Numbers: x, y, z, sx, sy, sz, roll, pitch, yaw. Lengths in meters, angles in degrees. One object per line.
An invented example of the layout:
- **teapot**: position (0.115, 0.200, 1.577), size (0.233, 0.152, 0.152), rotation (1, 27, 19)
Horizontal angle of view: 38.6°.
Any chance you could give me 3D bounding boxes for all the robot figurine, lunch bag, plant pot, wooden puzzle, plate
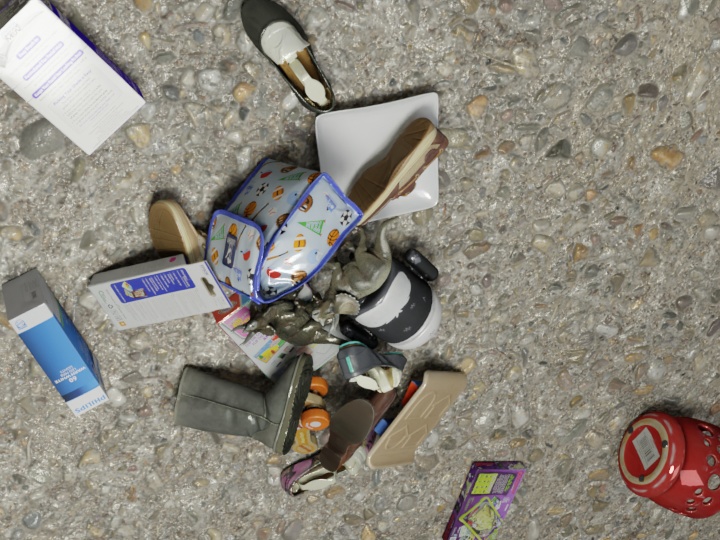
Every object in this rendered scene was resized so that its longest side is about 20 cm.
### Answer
- **robot figurine**: position (0.045, 0.046, 1.679), size (0.150, 0.125, 0.200), rotation (-21, 137, 37)
- **lunch bag**: position (-0.127, -0.053, 1.478), size (0.200, 0.170, 0.124), rotation (-53, 125, -11)
- **plant pot**: position (0.645, 0.396, 2.119), size (0.182, 0.201, 0.201), rotation (18, 111, -24)
- **wooden puzzle**: position (0.095, 0.260, 1.844), size (0.200, 0.046, 0.185), rotation (-58, 154, 10)
- **plate**: position (0.026, -0.171, 1.592), size (0.199, 0.032, 0.200), rotation (-14, 124, -17)

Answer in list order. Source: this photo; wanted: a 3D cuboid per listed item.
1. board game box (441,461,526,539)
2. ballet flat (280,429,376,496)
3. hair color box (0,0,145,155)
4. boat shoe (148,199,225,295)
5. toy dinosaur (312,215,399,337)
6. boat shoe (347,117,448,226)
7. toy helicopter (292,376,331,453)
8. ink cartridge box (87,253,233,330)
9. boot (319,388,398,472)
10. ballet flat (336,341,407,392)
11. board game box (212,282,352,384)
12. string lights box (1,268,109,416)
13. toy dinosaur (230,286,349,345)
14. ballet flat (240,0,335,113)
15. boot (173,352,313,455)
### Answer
- **board game box**: position (0.250, 0.475, 2.090), size (0.120, 0.032, 0.200), rotation (7, 117, -23)
- **ballet flat**: position (-0.049, 0.352, 1.853), size (0.200, 0.071, 0.069), rotation (-27, 126, -7)
- **hair color box**: position (-0.390, -0.258, 1.333), size (0.109, 0.065, 0.200), rotation (-41, 129, 5)
- **boat shoe**: position (-0.257, -0.031, 1.537), size (0.065, 0.071, 0.200), rotation (-49, 139, -37)
- **toy dinosaur**: position (0.000, 0.000, 1.567), size (0.200, 0.102, 0.077), rotation (-42, 168, 5)
- **boat shoe**: position (0.057, -0.138, 1.566), size (0.072, 0.072, 0.200), rotation (33, 100, -39)
- **toy helicopter**: position (-0.113, 0.262, 1.746), size (0.132, 0.079, 0.200), rotation (-6, 144, 1)
- **ink cartridge box**: position (-0.292, 0.030, 1.515), size (0.199, 0.037, 0.095), rotation (-10, 129, 20)
- **boot**: position (0.019, 0.230, 1.740), size (0.200, 0.064, 0.187), rotation (-39, 167, -48)
- **ballet flat**: position (0.023, 0.164, 1.675), size (0.073, 0.073, 0.200), rotation (-49, 151, 10)
- **board game box**: position (-0.124, 0.092, 1.680), size (0.153, 0.040, 0.200), rotation (-36, 127, 0)
- **string lights box**: position (-0.445, 0.106, 1.505), size (0.059, 0.103, 0.200), rotation (-27, 126, -7)
- **toy dinosaur**: position (-0.103, 0.079, 1.613), size (0.102, 0.077, 0.200), rotation (-41, 140, 24)
- **ballet flat**: position (-0.091, -0.298, 1.439), size (0.068, 0.068, 0.200), rotation (-39, 127, 3)
- **boot**: position (-0.189, 0.192, 1.649), size (0.182, 0.200, 0.073), rotation (-71, 162, 0)
